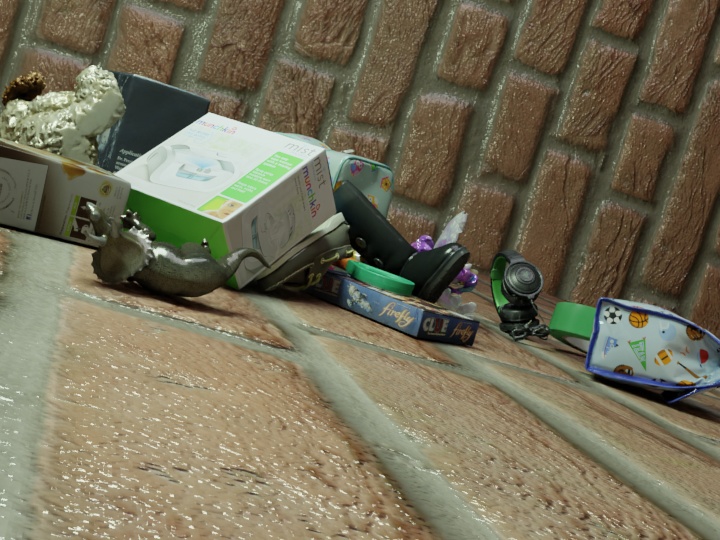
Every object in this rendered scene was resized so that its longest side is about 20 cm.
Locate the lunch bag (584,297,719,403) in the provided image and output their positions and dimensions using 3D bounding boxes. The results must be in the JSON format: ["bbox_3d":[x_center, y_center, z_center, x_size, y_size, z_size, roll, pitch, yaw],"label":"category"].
[{"bbox_3d":[0.416,0.114,1.544,0.198,0.125,0.170,11,1,12],"label":"lunch bag"}]

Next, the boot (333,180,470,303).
[{"bbox_3d":[0.042,-0.048,1.508,0.065,0.165,0.200,-33,77,-34],"label":"boot"}]

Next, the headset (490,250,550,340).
[{"bbox_3d":[0.244,0.050,1.784,0.093,0.125,0.200,-9,31,-16],"label":"headset"}]

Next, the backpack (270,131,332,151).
[{"bbox_3d":[-0.128,-0.127,1.828,0.175,0.202,0.153,20,5,20],"label":"backpack"}]

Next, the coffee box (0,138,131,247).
[{"bbox_3d":[-0.362,-0.091,1.185,0.199,0.080,0.114,15,5,-36],"label":"coffee box"}]

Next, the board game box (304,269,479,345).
[{"bbox_3d":[0.035,0.044,1.427,0.199,0.035,0.135,21,5,36],"label":"board game box"}]

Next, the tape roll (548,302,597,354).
[{"bbox_3d":[0.392,0.109,1.740,0.199,0.049,0.200,22,-8,3],"label":"tape roll"}]

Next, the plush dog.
[{"bbox_3d":[-0.391,-0.151,1.384,0.160,0.202,0.171,-16,21,-41],"label":"plush dog"}]

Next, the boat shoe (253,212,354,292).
[{"bbox_3d":[-0.064,-0.013,1.356,0.072,0.061,0.202,-20,10,30],"label":"boat shoe"}]

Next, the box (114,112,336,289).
[{"bbox_3d":[-0.160,-0.086,1.310,0.199,0.097,0.176,21,47,36],"label":"box"}]

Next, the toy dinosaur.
[{"bbox_3d":[-0.175,-0.004,1.029,0.199,0.077,0.102,21,14,-28],"label":"toy dinosaur"}]

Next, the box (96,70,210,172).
[{"bbox_3d":[-0.314,-0.168,1.574,0.117,0.202,0.196,15,4,-26],"label":"box"}]

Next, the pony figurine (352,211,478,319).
[{"bbox_3d":[0.094,0.000,1.646,0.198,0.168,0.193,2,-2,-7],"label":"pony figurine"}]

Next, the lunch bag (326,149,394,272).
[{"bbox_3d":[-0.033,-0.091,1.761,0.077,0.202,0.160,19,6,41],"label":"lunch bag"}]

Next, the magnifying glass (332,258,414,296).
[{"bbox_3d":[0.000,0.000,1.492,0.079,0.023,0.200,15,7,-35],"label":"magnifying glass"}]
